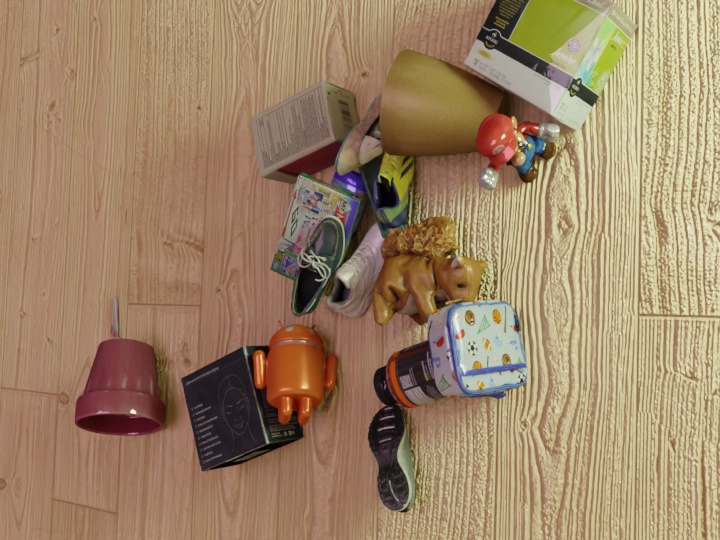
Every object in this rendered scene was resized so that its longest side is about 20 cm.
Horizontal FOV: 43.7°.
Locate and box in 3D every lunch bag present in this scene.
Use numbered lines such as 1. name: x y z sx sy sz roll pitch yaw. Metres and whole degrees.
1. lunch bag: 0.201 0.135 1.501 0.075 0.197 0.164 -21 75 45

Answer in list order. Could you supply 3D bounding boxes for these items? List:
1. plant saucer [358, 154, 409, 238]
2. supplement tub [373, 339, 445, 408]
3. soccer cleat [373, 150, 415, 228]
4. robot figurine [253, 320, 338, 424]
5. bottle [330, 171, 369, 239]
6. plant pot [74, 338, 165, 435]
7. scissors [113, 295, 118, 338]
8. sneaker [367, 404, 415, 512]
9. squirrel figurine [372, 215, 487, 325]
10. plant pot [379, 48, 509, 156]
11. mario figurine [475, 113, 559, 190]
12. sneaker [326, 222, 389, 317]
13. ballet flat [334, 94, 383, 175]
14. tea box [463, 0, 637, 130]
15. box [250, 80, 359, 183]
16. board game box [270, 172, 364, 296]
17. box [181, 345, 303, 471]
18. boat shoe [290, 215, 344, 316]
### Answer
1. plant saucer: 0.039 -0.151 1.711 0.019 0.069 0.204 -44 59 50
2. supplement tub: 0.118 0.181 1.603 0.197 0.106 0.109 -23 73 34
3. soccer cleat: 0.059 -0.177 1.666 0.063 0.084 0.205 -10 60 25
4. robot figurine: -0.128 0.194 1.755 0.141 0.116 0.204 -14 60 25
5. bottle: -0.043 -0.097 1.764 0.083 0.065 0.204 27 102 27
6. plant pot: -0.533 0.260 2.018 0.197 0.199 0.183 -17 61 32
7. scissors: -0.592 0.167 2.159 0.072 0.014 0.204 -26 73 33
8. sneaker: 0.061 0.347 1.653 0.072 0.079 0.204 -14 61 16
9. squirrel figurine: 0.127 -0.006 1.589 0.184 0.140 0.205 -20 68 40
10. plant pot: 0.157 -0.283 1.588 0.196 0.186 0.191 13 93 21
11. mario figurine: 0.262 -0.188 1.477 0.104 0.198 0.127 8 91 35
12. sneaker: 0.000 0.000 1.706 0.077 0.099 0.203 33 105 31
13. ballet flat: 0.021 -0.254 1.688 0.066 0.069 0.202 18 63 24
14. tea box: 0.315 -0.376 1.496 0.199 0.132 0.199 38 108 30
15. box: -0.108 -0.272 1.799 0.197 0.108 0.131 -20 75 32
16. board game box: -0.085 -0.068 1.726 0.132 0.029 0.204 23 111 12
17. box: -0.245 0.281 1.840 0.198 0.123 0.201 -26 73 31
18. boat shoe: -0.086 -0.006 1.694 0.074 0.062 0.203 29 112 8
